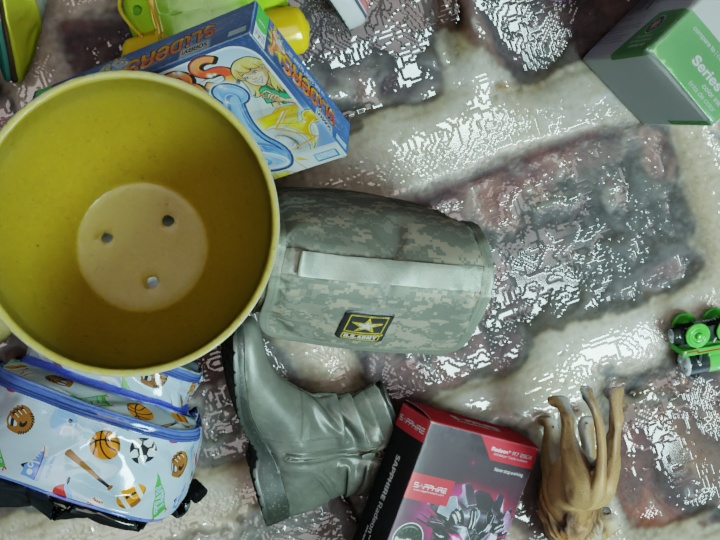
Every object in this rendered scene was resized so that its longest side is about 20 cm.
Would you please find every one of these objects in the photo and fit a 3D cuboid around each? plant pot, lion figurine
[{"bbox_3d":[-0.160,-0.025,0.824,0.199,0.142,0.201,1,84,-7],"label":"plant pot"},{"bbox_3d":[0.181,0.172,0.963,0.072,0.200,0.123,-1,70,9],"label":"lion figurine"}]

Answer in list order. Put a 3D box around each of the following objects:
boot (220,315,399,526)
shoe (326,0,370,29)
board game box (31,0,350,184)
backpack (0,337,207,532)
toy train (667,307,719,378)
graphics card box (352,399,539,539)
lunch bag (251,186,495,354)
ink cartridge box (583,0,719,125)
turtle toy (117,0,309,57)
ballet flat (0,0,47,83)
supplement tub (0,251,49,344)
[{"bbox_3d":[-0.038,0.111,0.970,0.130,0.068,0.201,-16,114,-10],"label":"boot"},{"bbox_3d":[-0.023,-0.298,0.924,0.091,0.071,0.200,-29,95,2],"label":"shoe"},{"bbox_3d":[-0.127,-0.110,0.869,0.199,0.035,0.135,-16,138,25],"label":"board game box"},{"bbox_3d":[-0.202,0.119,0.886,0.199,0.190,0.155,14,94,-9],"label":"backpack"},{"bbox_3d":[0.368,0.055,1.039,0.199,0.042,0.057,-9,108,-7],"label":"toy train"},{"bbox_3d":[0.060,0.221,0.987,0.125,0.051,0.201,19,94,-33],"label":"graphics card box"},{"bbox_3d":[0.000,0.000,0.897,0.163,0.200,0.118,6,95,-10],"label":"lunch bag"},{"bbox_3d":[0.298,-0.214,0.943,0.087,0.145,0.200,44,89,-11],"label":"ink cartridge box"},{"bbox_3d":[-0.115,-0.187,0.909,0.145,0.101,0.201,-12,98,-6],"label":"turtle toy"},{"bbox_3d":[-0.271,-0.248,0.902,0.067,0.067,0.201,-18,98,-19],"label":"ballet flat"},{"bbox_3d":[-0.341,0.020,0.878,0.200,0.145,0.145,-38,100,-2],"label":"supplement tub"}]
